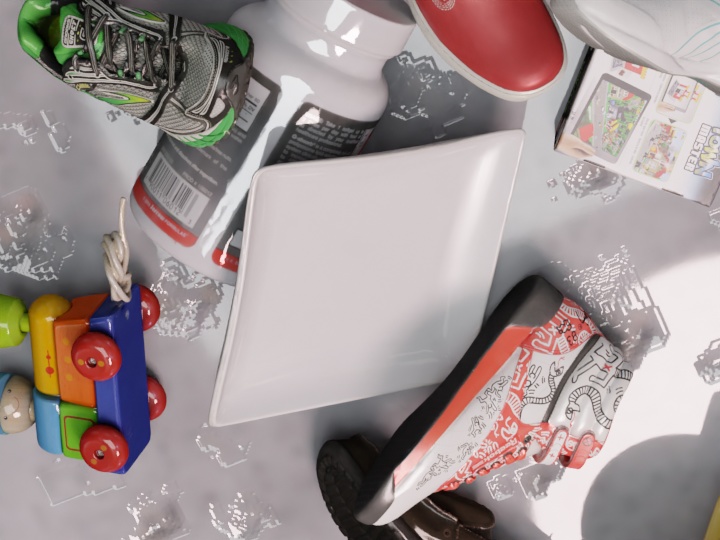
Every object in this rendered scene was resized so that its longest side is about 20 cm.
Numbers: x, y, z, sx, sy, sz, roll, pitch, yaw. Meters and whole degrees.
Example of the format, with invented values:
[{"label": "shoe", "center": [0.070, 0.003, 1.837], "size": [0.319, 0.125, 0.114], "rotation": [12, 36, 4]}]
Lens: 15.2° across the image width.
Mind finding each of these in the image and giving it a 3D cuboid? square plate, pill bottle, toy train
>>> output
[{"label": "square plate", "center": [0.000, 0.000, 1.720], "size": [0.200, 0.028, 0.198], "rotation": [-10, 128, -30]}, {"label": "pill bottle", "center": [-0.053, -0.097, 1.708], "size": [0.116, 0.116, 0.200], "rotation": [30, 108, -6]}, {"label": "toy train", "center": [-0.199, 0.033, 1.776], "size": [0.116, 0.085, 0.200], "rotation": [7, 119, 16]}]

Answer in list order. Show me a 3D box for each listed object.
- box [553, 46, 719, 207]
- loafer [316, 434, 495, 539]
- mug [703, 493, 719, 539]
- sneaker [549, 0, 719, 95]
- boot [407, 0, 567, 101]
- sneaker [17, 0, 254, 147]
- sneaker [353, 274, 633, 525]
[{"label": "box", "center": [0.208, -0.151, 1.712], "size": [0.110, 0.035, 0.200], "rotation": [20, 109, -2]}, {"label": "loafer", "center": [0.052, 0.180, 1.827], "size": [0.200, 0.073, 0.071], "rotation": [46, 63, -4]}, {"label": "mug", "center": [0.234, 0.252, 1.783], "size": [0.187, 0.153, 0.149], "rotation": [-42, 100, 16]}, {"label": "sneaker", "center": [0.202, -0.153, 1.641], "size": [0.200, 0.070, 0.080], "rotation": [15, 98, -31]}, {"label": "boot", "center": [0.056, -0.200, 1.614], "size": [0.072, 0.144, 0.200], "rotation": [-33, 77, -8]}, {"label": "sneaker", "center": [-0.141, -0.127, 1.662], "size": [0.085, 0.200, 0.078], "rotation": [15, 90, -44]}, {"label": "sneaker", "center": [0.093, 0.111, 1.767], "size": [0.108, 0.067, 0.201], "rotation": [40, 82, -12]}]
